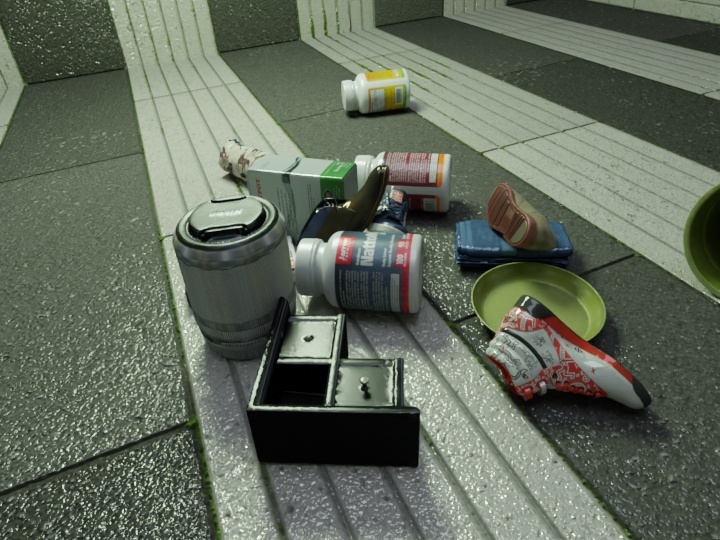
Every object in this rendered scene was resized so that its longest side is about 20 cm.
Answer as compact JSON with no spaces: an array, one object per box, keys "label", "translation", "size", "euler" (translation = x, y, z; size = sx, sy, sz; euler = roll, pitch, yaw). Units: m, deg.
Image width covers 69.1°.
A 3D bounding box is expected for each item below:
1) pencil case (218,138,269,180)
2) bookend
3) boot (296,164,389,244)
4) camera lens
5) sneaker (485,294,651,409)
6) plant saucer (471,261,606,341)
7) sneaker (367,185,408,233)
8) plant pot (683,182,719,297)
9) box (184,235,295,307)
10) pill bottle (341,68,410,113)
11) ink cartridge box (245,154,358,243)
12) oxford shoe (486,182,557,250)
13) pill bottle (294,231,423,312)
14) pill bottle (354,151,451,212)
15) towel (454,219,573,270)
[{"label":"pencil case","translation":[-0.248,-0.251,1.234],"size":[0.197,0.079,0.090],"euler":[25,59,35]},{"label":"bookend","translation":[-0.023,0.133,0.668],"size":[0.193,0.094,0.201],"euler":[1,36,5]},{"label":"boot","translation":[-0.030,-0.102,0.884],"size":[0.095,0.203,0.075],"euler":[24,18,-14]},{"label":"camera lens","translation":[-0.178,0.005,0.767],"size":[0.155,0.205,0.162],"euler":[-3,34,2]},{"label":"sneaker","translation":[0.256,0.136,0.669],"size":[0.200,0.067,0.109],"euler":[39,86,13]},{"label":"plant saucer","translation":[0.266,0.058,0.796],"size":[0.193,0.032,0.202],"euler":[-2,36,2]},{"label":"sneaker","translation":[0.055,-0.105,0.933],"size":[0.073,0.086,0.200],"euler":[23,11,-10]},{"label":"plant pot","translation":[0.641,-0.065,0.818],"size":[0.198,0.206,0.187],"euler":[28,33,37]},{"label":"box","translation":[-0.209,-0.002,0.924],"size":[0.194,0.036,0.111],"euler":[-12,37,-10]},{"label":"pill bottle","translation":[0.044,-0.532,1.560],"size":[0.194,0.114,0.112],"euler":[-9,35,-7]},{"label":"ink cartridge box","translation":[-0.106,-0.131,0.995],"size":[0.194,0.150,0.084],"euler":[10,35,17]},{"label":"oxford shoe","translation":[0.273,-0.087,0.899],"size":[0.073,0.072,0.202],"euler":[18,31,-15]},{"label":"pill bottle","translation":[0.000,0.000,0.827],"size":[0.193,0.122,0.121],"euler":[3,36,10]},{"label":"pill bottle","translation":[0.087,-0.183,1.074],"size":[0.194,0.117,0.115],"euler":[5,36,12]},{"label":"towel","translation":[0.265,-0.046,0.924],"size":[0.193,0.050,0.113],"euler":[1,36,9]}]
